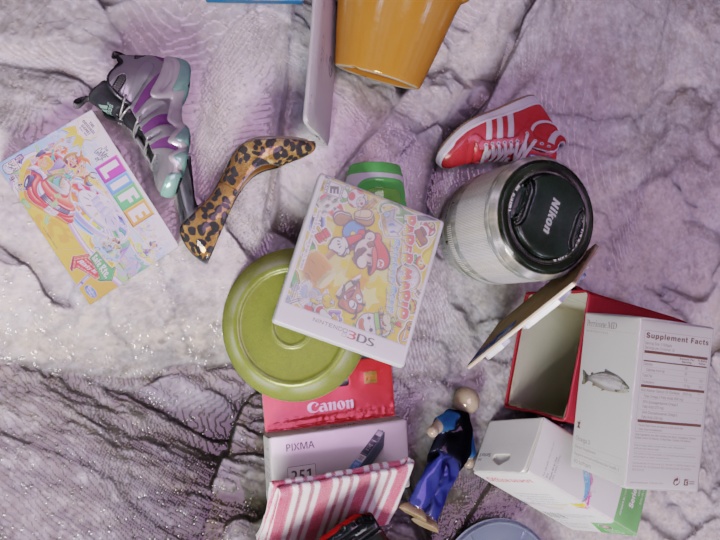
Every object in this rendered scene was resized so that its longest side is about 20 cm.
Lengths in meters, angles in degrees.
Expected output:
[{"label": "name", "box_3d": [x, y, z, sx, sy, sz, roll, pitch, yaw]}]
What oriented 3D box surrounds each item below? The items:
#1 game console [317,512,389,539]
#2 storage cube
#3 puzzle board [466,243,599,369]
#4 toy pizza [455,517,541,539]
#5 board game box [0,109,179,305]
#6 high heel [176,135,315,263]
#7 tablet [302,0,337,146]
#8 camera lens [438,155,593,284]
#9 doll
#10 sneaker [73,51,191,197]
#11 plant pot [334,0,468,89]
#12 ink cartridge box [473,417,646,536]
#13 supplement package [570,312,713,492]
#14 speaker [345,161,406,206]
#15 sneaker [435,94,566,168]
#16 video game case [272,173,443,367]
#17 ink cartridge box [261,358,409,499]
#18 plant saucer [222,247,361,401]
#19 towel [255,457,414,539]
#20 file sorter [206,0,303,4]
[{"label": "game console", "box_3d": [-0.041, 0.415, 1.014, 0.198, 0.173, 0.120, -35, 72, -2]}, {"label": "storage cube", "box_3d": [0.339, 0.136, 1.151, 0.177, 0.171, 0.204, 16, 82, -18]}, {"label": "puzzle board", "box_3d": [0.238, 0.052, 1.082, 0.017, 0.200, 0.150, 46, 34, 3]}, {"label": "toy pizza", "box_3d": [0.194, 0.463, 1.157, 0.196, 0.032, 0.205, 1, 86, -18]}, {"label": "board game box", "box_3d": [-0.339, -0.079, 1.000, 0.134, 0.034, 0.202, -35, 98, -18]}, {"label": "high heel", "box_3d": [-0.144, -0.095, 1.044, 0.196, 0.071, 0.146, -12, 85, -3]}, {"label": "tablet", "box_3d": [-0.050, -0.281, 1.067, 0.013, 0.130, 0.205, 4, 86, 10]}, {"label": "camera lens", "box_3d": [0.212, -0.064, 1.102, 0.157, 0.200, 0.164, 1, 86, -18]}, {"label": "doll", "box_3d": [0.121, 0.255, 1.118, 0.137, 0.048, 0.202, 50, 59, -42]}, {"label": "sneaker", "box_3d": [-0.283, -0.185, 0.982, 0.137, 0.078, 0.203, 6, 58, -23]}, {"label": "plant pot", "box_3d": [0.046, -0.353, 1.077, 0.196, 0.200, 0.187, 12, 98, -18]}, {"label": "ink cartridge box", "box_3d": [0.282, 0.293, 1.132, 0.198, 0.145, 0.089, 29, 68, -14]}, {"label": "supplement package", "box_3d": [0.352, 0.162, 1.003, 0.115, 0.117, 0.205, 7, 87, -18]}, {"label": "speaker", "box_3d": [0.019, -0.042, 1.096, 0.087, 0.088, 0.205, 2, 87, -19]}, {"label": "sneaker", "box_3d": [0.212, -0.174, 1.159, 0.198, 0.072, 0.113, -29, 69, -19]}, {"label": "video game case", "box_3d": [0.000, 0.000, 1.026, 0.179, 0.023, 0.204, 20, 77, -11]}, {"label": "ink cartridge box", "box_3d": [-0.034, 0.216, 1.085, 0.196, 0.045, 0.180, -4, 89, -19]}, {"label": "plant saucer", "box_3d": [-0.088, 0.072, 1.043, 0.195, 0.031, 0.205, 0, 89, 3]}, {"label": "towel", "box_3d": [-0.033, 0.301, 1.039, 0.196, 0.148, 0.030, -4, 46, -23]}, {"label": "file sorter", "box_3d": [-0.136, -0.474, 1.046, 0.136, 0.122, 0.205, -5, 88, -19]}]
